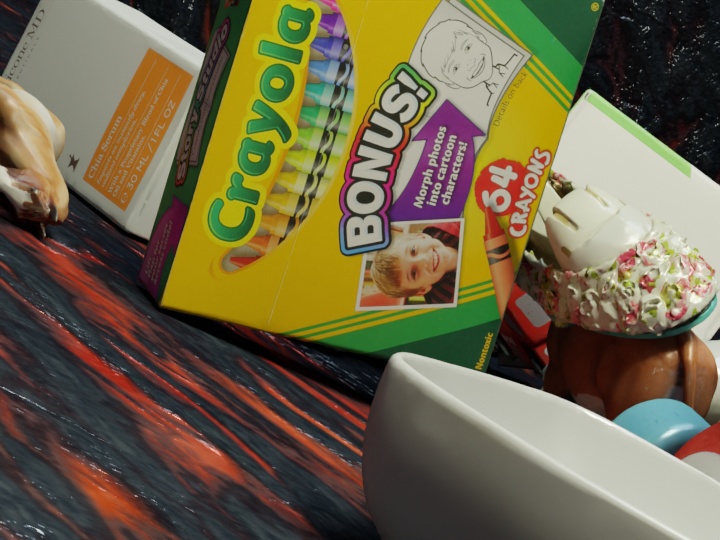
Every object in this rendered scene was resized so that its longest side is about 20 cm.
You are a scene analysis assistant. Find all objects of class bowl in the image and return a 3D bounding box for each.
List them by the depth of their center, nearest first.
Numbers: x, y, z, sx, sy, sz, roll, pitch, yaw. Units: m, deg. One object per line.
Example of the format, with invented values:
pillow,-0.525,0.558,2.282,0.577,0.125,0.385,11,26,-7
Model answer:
bowl,0.098,0.111,1.020,0.200,0.075,0.200,32,6,27

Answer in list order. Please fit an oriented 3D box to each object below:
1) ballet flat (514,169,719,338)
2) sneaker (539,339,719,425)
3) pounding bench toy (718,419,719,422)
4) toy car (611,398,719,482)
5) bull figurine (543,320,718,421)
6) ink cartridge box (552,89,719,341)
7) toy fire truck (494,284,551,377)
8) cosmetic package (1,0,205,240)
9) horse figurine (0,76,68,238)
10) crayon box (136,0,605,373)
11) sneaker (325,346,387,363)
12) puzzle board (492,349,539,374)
ballet flat,0.105,-0.015,1.376,0.064,0.076,0.200,59,-15,-22
sneaker,0.145,0.076,1.576,0.115,0.074,0.200,-1,-14,-12
pounding bench toy,0.253,0.083,1.400,0.124,0.200,0.156,30,5,13
toy car,0.205,0.053,1.189,0.176,0.201,0.184,-18,35,-20
bull figurine,0.129,0.054,1.405,0.065,0.122,0.200,11,10,-9
ink cartridge box,0.164,-0.024,1.687,0.145,0.084,0.200,37,-3,2
toy fire truck,0.069,-0.016,1.649,0.141,0.049,0.200,55,-7,-15
cosmetic package,-0.130,-0.089,1.591,0.071,0.102,0.200,23,7,-37
horse figurine,-0.194,-0.079,1.413,0.132,0.050,0.200,40,-2,-6
crayon box,0.004,-0.063,1.341,0.172,0.201,0.058,13,10,-22
sneaker,0.000,0.000,1.515,0.075,0.082,0.200,32,7,38
puzzle board,0.181,0.062,1.760,0.150,0.017,0.200,8,-6,-40
